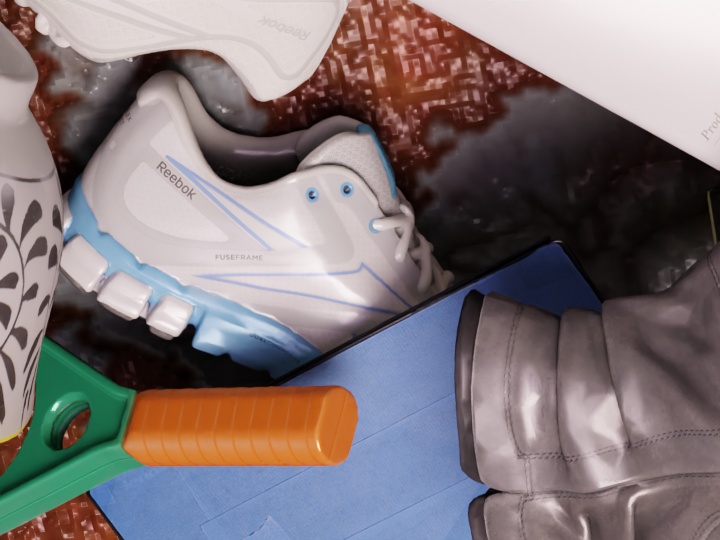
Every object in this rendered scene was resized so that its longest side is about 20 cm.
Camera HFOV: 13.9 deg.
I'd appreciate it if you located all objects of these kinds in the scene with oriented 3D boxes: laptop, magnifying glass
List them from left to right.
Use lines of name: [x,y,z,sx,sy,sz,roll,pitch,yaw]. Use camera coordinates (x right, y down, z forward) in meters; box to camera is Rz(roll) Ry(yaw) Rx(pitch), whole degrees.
magnifying glass: [-0.086,0.052,0.961,0.199,0.080,0.022,-4,151,38]
laptop: [0.034,0.132,0.926,0.187,0.201,0.116,-28,145,21]

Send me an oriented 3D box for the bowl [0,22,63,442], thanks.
bowl: [-0.159,-0.046,0.890,0.200,0.201,0.094,33,103,-13]

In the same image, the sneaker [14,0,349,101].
sneaker: [-0.096,-0.107,0.920,0.199,0.075,0.081,16,128,-3]

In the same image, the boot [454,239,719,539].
boot: [0.088,0.015,0.841,0.131,0.070,0.201,5,106,16]

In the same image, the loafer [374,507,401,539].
loafer: [0.017,0.138,1.045,0.063,0.072,0.201,-1,123,-14]

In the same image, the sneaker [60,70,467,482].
sneaker: [0.000,0.000,0.968,0.199,0.075,0.087,26,109,-11]

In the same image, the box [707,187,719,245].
box: [0.213,-0.026,0.943,0.199,0.075,0.050,-20,114,13]

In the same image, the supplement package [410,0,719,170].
supplement package: [0.101,-0.118,0.875,0.199,0.120,0.122,28,116,-12]
